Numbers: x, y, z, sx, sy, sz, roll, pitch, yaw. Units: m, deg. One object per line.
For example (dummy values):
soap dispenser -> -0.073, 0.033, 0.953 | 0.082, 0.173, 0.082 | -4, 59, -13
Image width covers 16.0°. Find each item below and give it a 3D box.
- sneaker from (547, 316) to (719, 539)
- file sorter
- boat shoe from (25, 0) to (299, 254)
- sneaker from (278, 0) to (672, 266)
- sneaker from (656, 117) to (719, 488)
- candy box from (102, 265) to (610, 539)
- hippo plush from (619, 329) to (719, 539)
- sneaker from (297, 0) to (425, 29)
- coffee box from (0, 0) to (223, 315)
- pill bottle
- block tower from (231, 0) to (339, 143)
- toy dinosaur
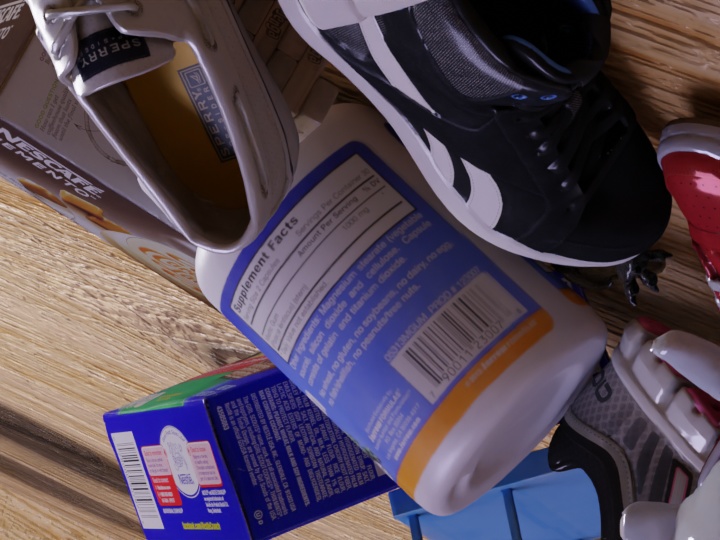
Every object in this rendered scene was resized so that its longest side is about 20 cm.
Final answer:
sneaker -> 0.150, 0.120, 1.081 | 0.200, 0.087, 0.074 | 54, -157, 13
file sorter -> 0.138, 0.146, 1.188 | 0.199, 0.123, 0.139 | -17, 159, 15
boat shoe -> -0.088, -0.093, 0.949 | 0.071, 0.070, 0.201 | -19, 115, 18
sneaker -> 0.065, -0.059, 0.909 | 0.200, 0.073, 0.112 | 38, 164, -31
sneaker -> 0.157, 0.031, 0.976 | 0.071, 0.113, 0.200 | 13, 160, 43
candy box -> -0.002, 0.064, 1.233 | 0.169, 0.199, 0.077 | -13, 95, 68
hippo plush -> 0.182, 0.081, 0.863 | 0.159, 0.200, 0.161 | 37, 132, 17
sneaker -> -0.001, -0.152, 0.757 | 0.084, 0.073, 0.200 | -9, 148, 13
coffee box -> -0.095, -0.053, 1.217 | 0.200, 0.080, 0.114 | 33, 165, -23
pill bottle -> 0.000, 0.000, 1.103 | 0.200, 0.112, 0.112 | 43, 171, 17
block tower -> -0.095, -0.124, 1.017 | 0.199, 0.058, 0.054 | 31, 166, -8
toy dinosaur -> 0.078, -0.033, 1.044 | 0.088, 0.048, 0.200 | 22, 163, 48
